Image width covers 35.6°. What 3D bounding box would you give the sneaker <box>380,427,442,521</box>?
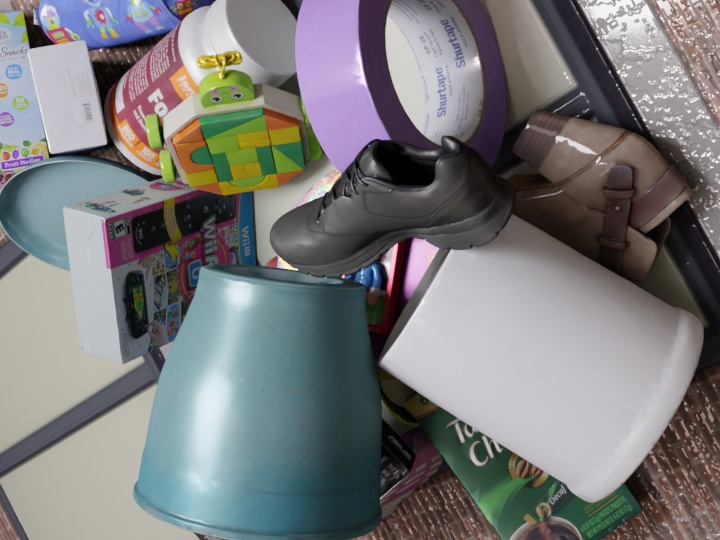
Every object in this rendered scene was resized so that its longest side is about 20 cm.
[{"bbox_3d":[0.009,0.197,1.116,0.089,0.080,0.200,60,145,18],"label":"sneaker"}]

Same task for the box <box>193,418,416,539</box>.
[{"bbox_3d":[-0.075,0.181,1.026,0.160,0.044,0.200,46,106,-1],"label":"box"}]

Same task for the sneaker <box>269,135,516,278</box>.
[{"bbox_3d":[0.010,-0.055,0.825,0.199,0.076,0.091,-15,138,29],"label":"sneaker"}]

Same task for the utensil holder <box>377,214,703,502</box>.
[{"bbox_3d":[0.136,0.059,0.885,0.199,0.170,0.170,30,125,-1],"label":"utensil holder"}]

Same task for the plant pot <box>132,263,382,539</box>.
[{"bbox_3d":[-0.070,0.094,0.893,0.199,0.200,0.189,10,94,34],"label":"plant pot"}]

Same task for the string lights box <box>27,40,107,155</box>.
[{"bbox_3d":[-0.303,-0.174,1.171,0.200,0.059,0.103,-163,62,-76],"label":"string lights box"}]

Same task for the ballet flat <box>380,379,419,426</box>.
[{"bbox_3d":[0.013,0.064,1.056,0.067,0.067,0.200,-28,105,15],"label":"ballet flat"}]

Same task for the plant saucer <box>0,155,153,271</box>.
[{"bbox_3d":[-0.292,-0.062,1.225,0.200,0.200,0.028,-37,39,39],"label":"plant saucer"}]

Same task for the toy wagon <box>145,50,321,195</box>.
[{"bbox_3d":[-0.116,-0.130,1.030,0.200,0.154,0.040,85,175,-68],"label":"toy wagon"}]

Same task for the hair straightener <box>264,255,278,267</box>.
[{"bbox_3d":[-0.006,0.015,1.110,0.199,0.041,0.077,-7,116,33],"label":"hair straightener"}]

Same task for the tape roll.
[{"bbox_3d":[0.038,-0.158,0.902,0.065,0.200,0.201,-10,99,39],"label":"tape roll"}]

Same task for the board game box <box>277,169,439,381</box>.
[{"bbox_3d":[0.000,0.000,0.997,0.158,0.039,0.200,-40,70,20],"label":"board game box"}]

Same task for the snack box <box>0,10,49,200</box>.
[{"bbox_3d":[-0.410,-0.190,1.275,0.169,0.067,0.201,20,119,61],"label":"snack box"}]

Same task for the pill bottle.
[{"bbox_3d":[-0.152,-0.184,1.091,0.200,0.114,0.115,-30,87,40],"label":"pill bottle"}]

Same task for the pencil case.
[{"bbox_3d":[-0.245,-0.278,1.151,0.199,0.078,0.087,-2,127,36],"label":"pencil case"}]

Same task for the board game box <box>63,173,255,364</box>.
[{"bbox_3d":[-0.194,-0.012,1.128,0.064,0.200,0.148,11,113,34],"label":"board game box"}]

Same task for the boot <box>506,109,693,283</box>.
[{"bbox_3d":[0.176,-0.036,0.933,0.146,0.070,0.200,33,135,10],"label":"boot"}]

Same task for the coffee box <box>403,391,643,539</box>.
[{"bbox_3d":[0.143,0.162,1.003,0.123,0.044,0.200,-36,81,7],"label":"coffee box"}]
